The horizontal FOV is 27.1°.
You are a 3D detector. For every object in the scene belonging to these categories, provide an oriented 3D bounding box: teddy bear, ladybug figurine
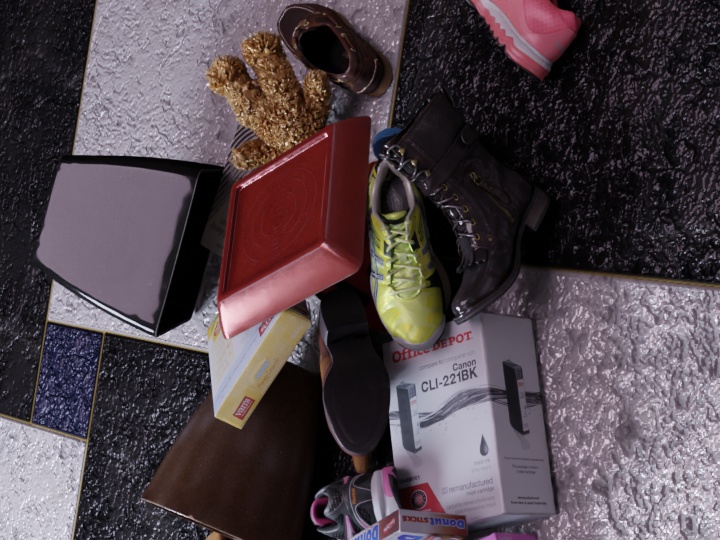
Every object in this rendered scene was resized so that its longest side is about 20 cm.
[{"bbox_3d":[-0.091,-0.174,1.698,0.067,0.144,0.202,-114,6,-77],"label":"teddy bear"},{"bbox_3d":[0.000,0.000,1.581,0.199,0.072,0.136,30,132,5],"label":"ladybug figurine"}]

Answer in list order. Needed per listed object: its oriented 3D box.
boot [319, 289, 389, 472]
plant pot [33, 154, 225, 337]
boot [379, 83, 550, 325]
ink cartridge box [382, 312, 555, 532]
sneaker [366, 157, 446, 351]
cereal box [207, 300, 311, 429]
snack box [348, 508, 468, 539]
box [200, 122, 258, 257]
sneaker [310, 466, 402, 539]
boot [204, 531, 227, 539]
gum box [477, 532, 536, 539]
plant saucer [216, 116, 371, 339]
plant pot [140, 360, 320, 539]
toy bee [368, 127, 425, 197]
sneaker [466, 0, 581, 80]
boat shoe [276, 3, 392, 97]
[{"bbox_3d":[-0.011,0.150,1.542,0.201,0.068,0.189,89,166,-51],"label":"boot"},{"bbox_3d":[-0.280,-0.051,1.811,0.176,0.200,0.202,17,96,5],"label":"plant pot"},{"bbox_3d":[0.086,-0.065,1.461,0.069,0.174,0.201,-31,24,52],"label":"boot"},{"bbox_3d":[0.106,0.155,1.502,0.144,0.083,0.202,-21,67,43],"label":"ink cartridge box"},{"bbox_3d":[0.036,-0.018,1.485,0.075,0.076,0.202,-14,73,7],"label":"sneaker"},{"bbox_3d":[-0.113,0.061,1.612,0.145,0.039,0.200,-56,20,17],"label":"cereal box"},{"bbox_3d":[0.033,0.270,1.475,0.200,0.071,0.025,134,141,-60],"label":"snack box"},{"bbox_3d":[-0.118,-0.108,1.793,0.082,0.068,0.202,26,101,45],"label":"box"},{"bbox_3d":[-0.011,0.247,1.550,0.200,0.085,0.081,100,165,-63],"label":"sneaker"},{"bbox_3d":[-0.138,0.394,1.744,0.188,0.068,0.201,-48,44,38],"label":"boot"},{"bbox_3d":[0.101,0.341,1.484,0.199,0.066,0.115,-31,61,38],"label":"gum box"},{"bbox_3d":[-0.076,-0.052,1.539,0.199,0.037,0.201,-27,44,35],"label":"plant saucer"},{"bbox_3d":[-0.122,0.200,1.683,0.186,0.186,0.202,10,72,46],"label":"plant pot"},{"bbox_3d":[0.041,-0.102,1.623,0.198,0.109,0.132,7,57,33],"label":"toy bee"},{"bbox_3d":[0.162,-0.287,1.552,0.087,0.074,0.201,-42,58,16],"label":"sneaker"},{"bbox_3d":[-0.043,-0.266,1.746,0.200,0.070,0.071,37,110,44],"label":"boat shoe"}]
